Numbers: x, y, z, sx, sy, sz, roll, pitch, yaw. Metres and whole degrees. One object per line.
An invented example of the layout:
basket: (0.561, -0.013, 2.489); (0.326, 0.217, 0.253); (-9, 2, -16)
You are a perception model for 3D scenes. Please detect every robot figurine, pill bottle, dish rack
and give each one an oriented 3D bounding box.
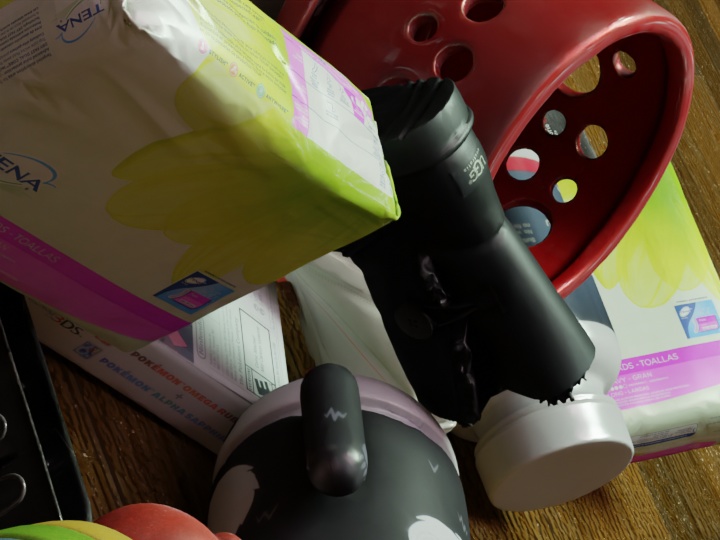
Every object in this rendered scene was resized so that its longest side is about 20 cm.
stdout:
robot figurine: (-0.012, 0.136, 1.025); (0.125, 0.150, 0.200); (32, 29, -23)
pill bottle: (0.089, 0.036, 1.348); (0.119, 0.119, 0.201); (22, 43, -53)
dish rack: (-0.195, 0.035, 0.872); (0.200, 0.054, 0.154); (26, 38, -61)

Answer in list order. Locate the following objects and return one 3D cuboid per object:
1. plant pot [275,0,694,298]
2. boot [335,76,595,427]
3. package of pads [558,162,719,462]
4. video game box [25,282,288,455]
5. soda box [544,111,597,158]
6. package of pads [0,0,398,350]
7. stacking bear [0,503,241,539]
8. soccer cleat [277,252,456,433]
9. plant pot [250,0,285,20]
plant pot: (0.054, -0.094, 1.240); (0.182, 0.201, 0.200); (34, 13, 27)
boot: (0.000, 0.000, 1.073); (0.076, 0.200, 0.168); (-53, 126, -42)
package of pads: (0.157, 0.029, 1.464); (0.154, 0.068, 0.201); (-10, 63, -17)
video game box: (-0.113, -0.024, 1.123); (0.182, 0.047, 0.200); (40, 29, -41)
soda box: (0.124, -0.077, 1.586); (0.063, 0.071, 0.201); (95, -28, -72)
package of pads: (-0.093, -0.051, 0.909); (0.200, 0.154, 0.068); (33, 37, -51)
stacking bear: (-0.108, 0.145, 0.836); (0.114, 0.121, 0.200); (62, 23, 1)
soccer cleat: (-0.003, 0.007, 1.177); (0.069, 0.077, 0.201); (-92, 169, -66)
plant pot: (-0.048, -0.221, 1.325); (0.200, 0.174, 0.201); (42, 29, -29)
